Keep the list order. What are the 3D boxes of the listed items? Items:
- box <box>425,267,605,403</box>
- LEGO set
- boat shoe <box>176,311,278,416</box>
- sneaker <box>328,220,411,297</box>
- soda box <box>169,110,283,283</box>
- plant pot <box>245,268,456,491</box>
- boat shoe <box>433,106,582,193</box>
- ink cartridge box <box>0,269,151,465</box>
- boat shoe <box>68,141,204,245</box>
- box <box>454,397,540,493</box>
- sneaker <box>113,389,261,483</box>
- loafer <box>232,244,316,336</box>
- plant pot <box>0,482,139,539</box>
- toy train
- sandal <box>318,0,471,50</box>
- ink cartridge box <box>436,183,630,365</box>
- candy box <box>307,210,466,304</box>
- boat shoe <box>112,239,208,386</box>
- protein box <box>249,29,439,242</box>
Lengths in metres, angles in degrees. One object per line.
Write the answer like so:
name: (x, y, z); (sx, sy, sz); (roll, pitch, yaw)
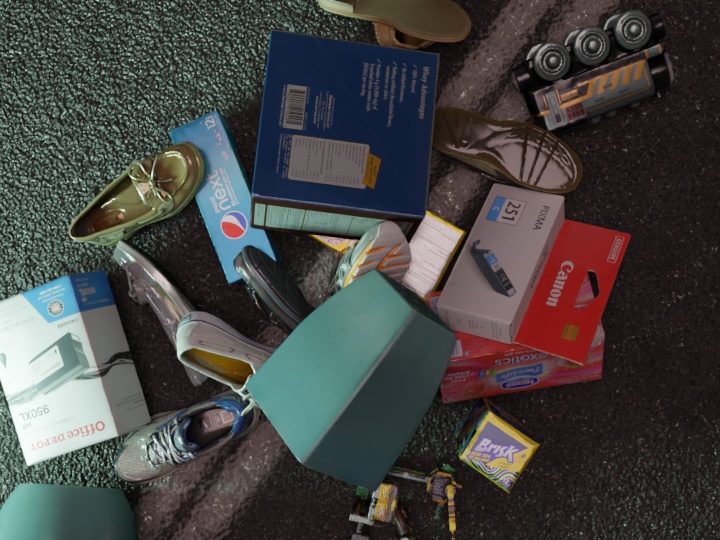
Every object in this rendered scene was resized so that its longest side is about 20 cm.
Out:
box: (0.182, 0.077, 1.303); (0.196, 0.095, 0.104); (-10, 52, 3)
LEGO set: (0.042, 0.319, 1.311); (0.151, 0.116, 0.203); (21, 91, 3)
boat shoe: (-0.131, 0.128, 1.300); (0.201, 0.087, 0.075); (33, 122, -24)
sneaker: (0.000, 0.000, 1.292); (0.077, 0.201, 0.078); (-9, 59, -24)
soda box: (-0.165, -0.089, 1.358); (0.067, 0.064, 0.203); (-22, 88, 3)
plant pot: (0.004, 0.114, 1.233); (0.201, 0.141, 0.141); (-51, 47, 7)
boat shoe: (0.174, -0.145, 1.338); (0.198, 0.066, 0.073); (19, 86, 7)
ink cartridge box: (-0.360, 0.119, 1.339); (0.143, 0.084, 0.203); (-19, 88, 19)
boat shoe: (-0.271, -0.087, 1.331); (0.199, 0.062, 0.074); (-35, 80, 26)
box: (0.155, 0.196, 1.266); (0.070, 0.200, 0.065); (33, 92, 4)
sneaker: (-0.221, 0.203, 1.345); (0.198, 0.085, 0.078); (-28, 88, 3)
loafer: (-0.091, 0.056, 1.320); (0.063, 0.072, 0.200); (-35, 118, 18)
plant pot: (-0.352, 0.338, 1.302); (0.196, 0.201, 0.164); (3, 76, 3)
toy train: (0.285, -0.239, 1.332); (0.197, 0.085, 0.116); (-21, 100, 1)
sandal: (0.044, -0.303, 1.357); (0.209, 0.070, 0.078); (22, 55, 20)
ink cartridge box: (0.204, -0.002, 1.272); (0.173, 0.045, 0.202); (14, 55, 22)
candy box: (0.023, -0.051, 1.365); (0.198, 0.026, 0.103); (30, 93, 4)
boat shoe: (-0.243, 0.049, 1.357); (0.065, 0.074, 0.203); (-40, 94, -3)
protein box: (-0.021, -0.151, 1.284); (0.196, 0.135, 0.202); (7, 77, -6)
